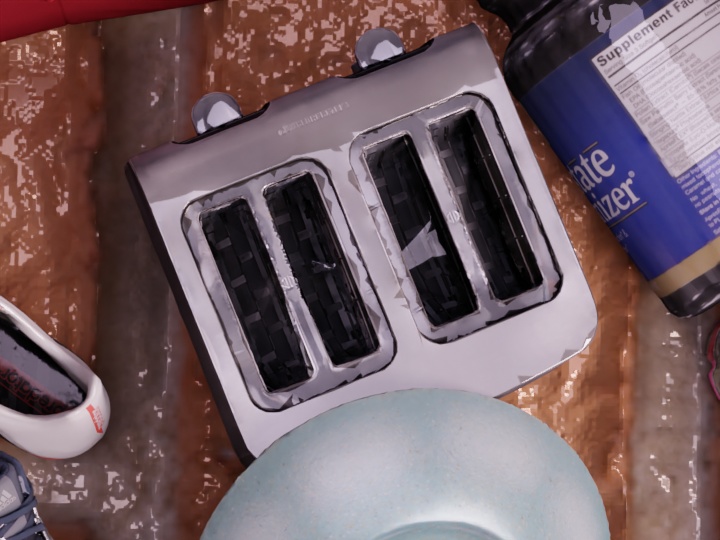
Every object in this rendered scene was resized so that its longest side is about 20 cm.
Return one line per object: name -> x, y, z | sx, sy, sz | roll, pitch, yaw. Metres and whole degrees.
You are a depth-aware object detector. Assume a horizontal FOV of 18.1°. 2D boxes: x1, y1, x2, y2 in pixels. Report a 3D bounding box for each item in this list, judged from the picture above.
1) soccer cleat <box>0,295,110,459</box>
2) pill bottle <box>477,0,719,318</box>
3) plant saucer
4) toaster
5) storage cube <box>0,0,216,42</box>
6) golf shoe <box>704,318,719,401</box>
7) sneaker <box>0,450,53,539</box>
soccer cleat -> -0.205, 0.023, 1.054 | 0.200, 0.085, 0.069 | 31, 71, -2
pill bottle -> 0.139, -0.087, 1.079 | 0.112, 0.112, 0.200 | -36, 87, -6
plant saucer -> 0.023, 0.151, 1.007 | 0.201, 0.039, 0.201 | -6, 114, -14
toaster -> 0.000, 0.000, 1.058 | 0.181, 0.119, 0.200 | -21, 87, -5
storage cube -> -0.157, -0.209, 1.036 | 0.171, 0.180, 0.200 | -14, 85, -5
golf shoe -> 0.253, 0.089, 1.081 | 0.200, 0.092, 0.073 | 38, 81, -1
sneaker -> -0.167, 0.133, 1.033 | 0.200, 0.081, 0.074 | 39, 47, 7
